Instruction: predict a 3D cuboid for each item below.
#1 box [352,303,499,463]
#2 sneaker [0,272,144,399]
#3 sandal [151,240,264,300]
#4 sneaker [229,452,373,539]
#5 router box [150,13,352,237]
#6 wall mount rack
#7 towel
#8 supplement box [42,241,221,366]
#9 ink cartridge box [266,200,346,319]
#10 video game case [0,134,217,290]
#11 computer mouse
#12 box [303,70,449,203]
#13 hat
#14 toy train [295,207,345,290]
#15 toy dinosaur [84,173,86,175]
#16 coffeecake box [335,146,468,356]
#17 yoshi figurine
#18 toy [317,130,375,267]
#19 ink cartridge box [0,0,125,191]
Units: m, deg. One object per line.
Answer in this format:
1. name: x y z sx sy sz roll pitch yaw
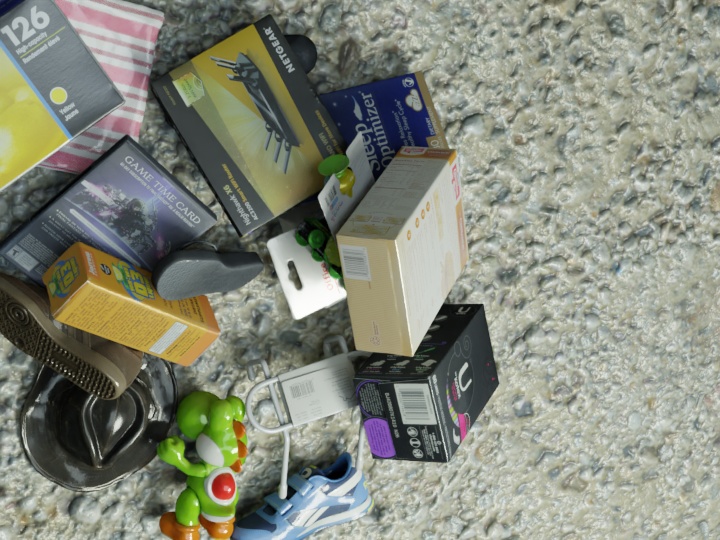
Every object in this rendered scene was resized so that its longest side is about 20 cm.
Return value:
1. box: 0.087 0.136 1.453 0.200 0.106 0.123 -46 128 -55
2. sneaker: -0.334 0.063 1.307 0.200 0.070 0.076 40 41 -3
3. sandal: -0.181 -0.004 1.329 0.076 0.200 0.043 -37 77 15
4. sneaker: -0.080 0.296 1.495 0.199 0.074 0.083 -19 109 -27
5. router box: -0.119 -0.162 1.316 0.157 0.052 0.200 -32 95 -8
6. wall mount rack: -0.057 0.179 1.440 0.199 0.074 0.175 -15 87 -31
7. towel: -0.302 -0.205 1.279 0.146 0.030 0.201 9 99 -27
8. supplement box: -0.252 0.040 1.300 0.069 0.067 0.200 -44 139 20
9. ink cartridge box: -0.023 -0.035 1.433 0.199 0.067 0.117 -26 113 -19
10. video game case: -0.280 -0.041 1.291 0.200 0.019 0.143 -38 123 13
11. computer mouse: -0.135 -0.215 1.352 0.200 0.034 0.059 -33 116 -13
12. box: 0.001 -0.159 1.396 0.199 0.032 0.122 -16 80 -16
13. hat: -0.294 0.175 1.354 0.200 0.081 0.202 -7 107 -24
14. toy train: 0.000 0.000 1.393 0.200 0.042 0.056 46 72 -27
15. toy dinosaur: -0.254 -0.046 1.339 0.101 0.058 0.201 -17 125 -1
16. coffeecake box: 0.053 -0.026 1.317 0.200 0.073 0.154 -55 143 -48
17. yoshi figurine: -0.190 0.229 1.421 0.111 0.112 0.201 15 112 1
18. toy: -0.012 -0.045 1.315 0.201 0.047 0.115 75 33 -41
19. ink cartridge box: -0.382 -0.202 1.210 0.197 0.047 0.200 -37 109 -6
